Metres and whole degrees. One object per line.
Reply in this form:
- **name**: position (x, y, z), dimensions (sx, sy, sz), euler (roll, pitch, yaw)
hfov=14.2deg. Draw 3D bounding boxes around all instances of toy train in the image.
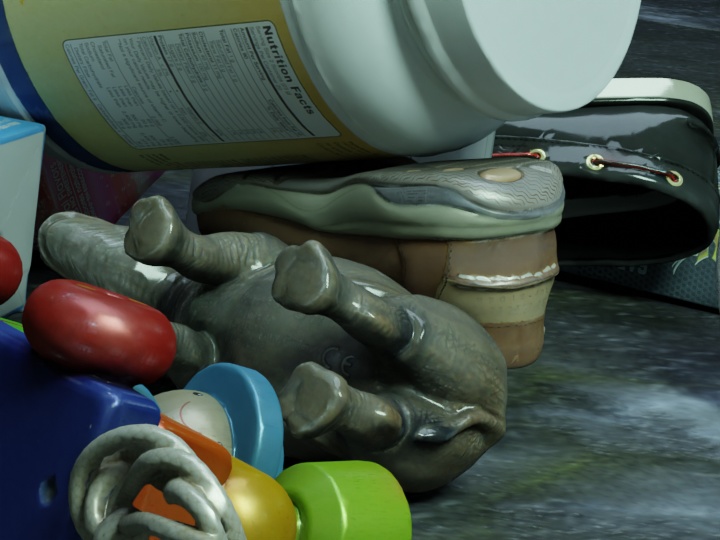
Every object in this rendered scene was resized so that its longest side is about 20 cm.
- **toy train**: position (-0.034, 0.055, 0.642), dimensions (0.115, 0.085, 0.200), euler (17, 3, -38)

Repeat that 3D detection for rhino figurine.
- **rhino figurine**: position (-0.034, 0.017, 0.860), dimensions (0.087, 0.060, 0.200), euler (24, -3, -40)

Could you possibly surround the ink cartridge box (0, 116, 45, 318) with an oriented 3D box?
- **ink cartridge box**: position (-0.216, -0.025, 0.934), dimensions (0.199, 0.068, 0.115), euler (11, 12, 14)

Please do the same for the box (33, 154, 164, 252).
- **box**: position (-0.140, -0.114, 1.071), dimensions (0.102, 0.201, 0.095), euler (15, 47, 30)

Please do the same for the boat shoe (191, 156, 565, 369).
- **boat shoe**: position (0.000, 0.000, 0.964), dimensions (0.075, 0.072, 0.200), euler (-8, 6, -24)

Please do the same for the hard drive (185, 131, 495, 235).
- **hard drive**: position (-0.002, -0.090, 1.074), dimensions (0.131, 0.201, 0.026), euler (16, 13, 39)

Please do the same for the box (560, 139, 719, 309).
- **box**: position (0.112, -0.032, 1.260), dimensions (0.199, 0.051, 0.158), euler (13, 12, 23)

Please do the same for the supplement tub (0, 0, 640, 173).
- **supplement tub**: position (-0.021, -0.107, 0.956), dimensions (0.199, 0.145, 0.144), euler (-2, 3, 35)

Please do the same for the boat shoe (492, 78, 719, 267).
- **boat shoe**: position (0.042, -0.031, 1.142), dimensions (0.200, 0.063, 0.074), euler (-4, -34, 4)

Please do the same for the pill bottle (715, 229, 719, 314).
- **pill bottle**: position (0.226, -0.001, 1.014), dimensions (0.199, 0.112, 0.111), euler (-2, 14, -43)
